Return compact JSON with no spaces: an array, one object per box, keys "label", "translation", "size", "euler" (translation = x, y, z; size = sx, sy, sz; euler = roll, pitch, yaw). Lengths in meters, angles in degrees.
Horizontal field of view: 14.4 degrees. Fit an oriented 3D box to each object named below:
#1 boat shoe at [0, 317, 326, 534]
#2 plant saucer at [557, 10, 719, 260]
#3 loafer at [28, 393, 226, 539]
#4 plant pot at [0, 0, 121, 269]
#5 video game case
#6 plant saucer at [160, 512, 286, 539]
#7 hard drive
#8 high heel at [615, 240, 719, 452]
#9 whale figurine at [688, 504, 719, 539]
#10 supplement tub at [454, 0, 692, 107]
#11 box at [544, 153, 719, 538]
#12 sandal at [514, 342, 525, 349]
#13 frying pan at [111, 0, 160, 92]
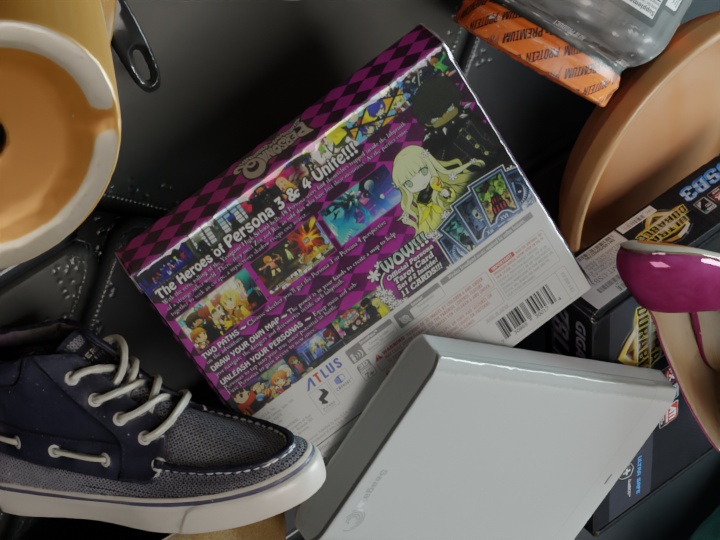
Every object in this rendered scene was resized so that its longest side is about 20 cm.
[{"label":"boat shoe","translation":[-0.117,0.076,1.456],"size":[0.075,0.199,0.093],"euler":[-52,133,-53]},{"label":"plant saucer","translation":[0.182,-0.071,1.632],"size":[0.200,0.037,0.201],"euler":[-33,146,-25]},{"label":"loafer","translation":[-0.106,0.138,1.564],"size":[0.200,0.073,0.072],"euler":[-37,141,-6]},{"label":"plant pot","translation":[-0.193,-0.098,1.305],"size":[0.199,0.183,0.201],"euler":[-11,123,-18]},{"label":"video game case","translation":[0.000,0.000,1.483],"size":[0.200,0.036,0.182],"euler":[-37,124,-3]},{"label":"plant saucer","translation":[-0.111,0.200,1.530],"size":[0.200,0.035,0.200],"euler":[-36,162,-13]},{"label":"hard drive","translation":[0.071,0.100,1.552],"size":[0.199,0.026,0.132],"euler":[9,122,-46]},{"label":"high heel","translation":[0.181,0.042,1.551],"size":[0.200,0.067,0.097],"euler":[25,77,-66]},{"label":"whale figurine","translation":[0.253,0.171,1.769],"size":[0.159,0.103,0.201],"euler":[58,34,-36]},{"label":"supplement tub","translation":[0.139,-0.198,1.533],"size":[0.122,0.122,0.201],"euler":[27,96,-37]},{"label":"box","translation":[0.194,0.032,1.670],"size":[0.198,0.050,0.201],"euler":[-32,142,-24]},{"label":"sandal","translation":[0.077,0.120,1.674],"size":[0.048,0.075,0.202],"euler":[-43,137,-53]},{"label":"frying pan","translation":[-0.139,-0.184,1.419],"size":[0.190,0.031,0.115],"euler":[36,91,-41]}]
